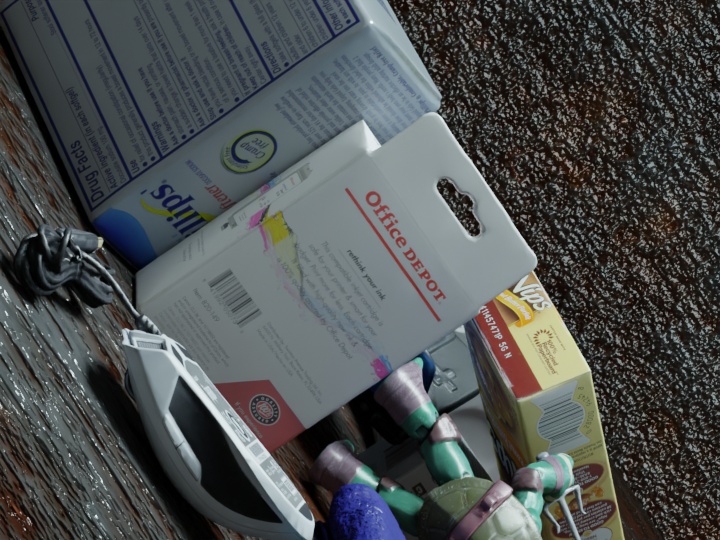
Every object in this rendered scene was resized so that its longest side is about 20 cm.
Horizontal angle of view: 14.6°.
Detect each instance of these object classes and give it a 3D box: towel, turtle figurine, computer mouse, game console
[{"bbox_3d":[0.022,0.212,1.536,0.148,0.049,0.200,63,4,-16],"label":"towel"},{"bbox_3d":[0.070,0.155,1.686,0.200,0.150,0.101,44,-11,12],"label":"turtle figurine"},{"bbox_3d":[-0.097,0.063,1.384,0.200,0.044,0.110,52,2,3],"label":"computer mouse"},{"bbox_3d":[0.000,0.000,1.832,0.200,0.118,0.170,47,38,12],"label":"game console"}]

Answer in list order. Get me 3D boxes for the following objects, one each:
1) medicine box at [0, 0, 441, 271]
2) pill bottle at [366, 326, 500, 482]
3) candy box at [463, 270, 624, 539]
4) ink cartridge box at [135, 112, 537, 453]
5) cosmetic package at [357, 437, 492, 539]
[{"bbox_3d":[-0.085,-0.123,1.636,0.103,0.200,0.183,44,14,-52],"label":"medicine box"},{"bbox_3d":[0.048,0.069,2.061,0.113,0.113,0.200,52,8,-36],"label":"pill bottle"},{"bbox_3d":[0.118,0.103,1.816,0.116,0.055,0.201,-116,-172,-46],"label":"candy box"},{"bbox_3d":[-0.013,0.001,1.577,0.117,0.199,0.068,55,7,-17],"label":"ink cartridge box"},{"bbox_3d":[0.081,0.199,1.878,0.200,0.071,0.101,55,7,-12],"label":"cosmetic package"}]
